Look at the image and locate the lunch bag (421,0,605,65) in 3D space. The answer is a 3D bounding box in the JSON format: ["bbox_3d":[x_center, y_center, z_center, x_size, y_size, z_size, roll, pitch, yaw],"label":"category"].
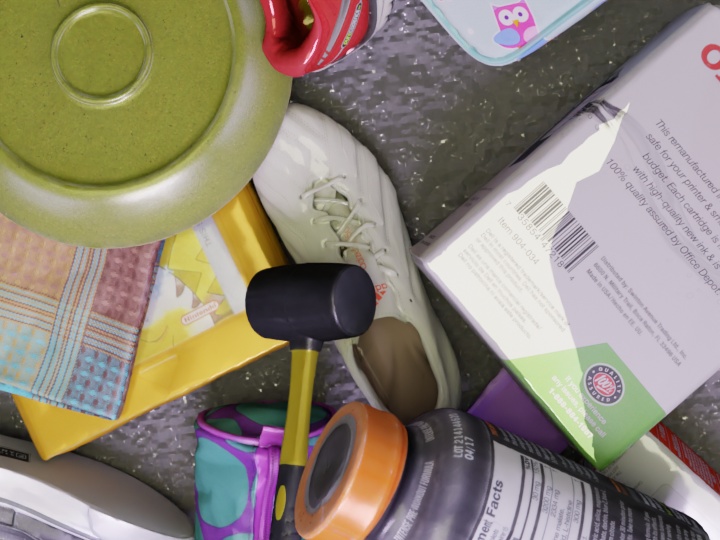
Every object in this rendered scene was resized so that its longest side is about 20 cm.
[{"bbox_3d":[0.062,-0.215,0.912,0.200,0.077,0.160,53,136,-1],"label":"lunch bag"}]

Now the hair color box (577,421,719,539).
[{"bbox_3d":[0.189,0.182,0.997,0.200,0.064,0.111,43,102,0],"label":"hair color box"}]

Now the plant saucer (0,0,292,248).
[{"bbox_3d":[-0.136,-0.113,0.966,0.198,0.031,0.202,-1,82,5],"label":"plant saucer"}]

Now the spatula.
[{"bbox_3d":[0.047,0.138,1.025,0.056,0.021,0.200,42,104,11],"label":"spatula"}]

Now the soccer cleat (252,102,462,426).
[{"bbox_3d":[0.000,0.000,0.979,0.069,0.078,0.201,-27,95,10],"label":"soccer cleat"}]

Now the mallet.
[{"bbox_3d":[-0.026,0.091,0.914,0.066,0.041,0.201,-12,70,35],"label":"mallet"}]

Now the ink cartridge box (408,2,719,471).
[{"bbox_3d":[0.147,-0.019,0.940,0.200,0.084,0.146,-41,94,0],"label":"ink cartridge box"}]

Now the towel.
[{"bbox_3d":[-0.209,-0.011,0.993,0.199,0.022,0.148,15,95,8],"label":"towel"}]

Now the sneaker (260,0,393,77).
[{"bbox_3d":[-0.034,-0.179,0.892,0.077,0.085,0.201,27,146,37],"label":"sneaker"}]

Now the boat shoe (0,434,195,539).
[{"bbox_3d":[-0.195,0.139,1.018,0.199,0.072,0.068,18,103,-12],"label":"boat shoe"}]

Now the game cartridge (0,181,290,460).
[{"bbox_3d":[-0.143,-0.020,1.005,0.176,0.032,0.201,-26,91,9],"label":"game cartridge"}]

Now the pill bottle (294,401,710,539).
[{"bbox_3d":[0.068,0.135,0.891,0.199,0.106,0.107,26,102,-17],"label":"pill bottle"}]

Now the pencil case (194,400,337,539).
[{"bbox_3d":[-0.055,0.174,1.006,0.084,0.092,0.202,2,99,-4],"label":"pencil case"}]
